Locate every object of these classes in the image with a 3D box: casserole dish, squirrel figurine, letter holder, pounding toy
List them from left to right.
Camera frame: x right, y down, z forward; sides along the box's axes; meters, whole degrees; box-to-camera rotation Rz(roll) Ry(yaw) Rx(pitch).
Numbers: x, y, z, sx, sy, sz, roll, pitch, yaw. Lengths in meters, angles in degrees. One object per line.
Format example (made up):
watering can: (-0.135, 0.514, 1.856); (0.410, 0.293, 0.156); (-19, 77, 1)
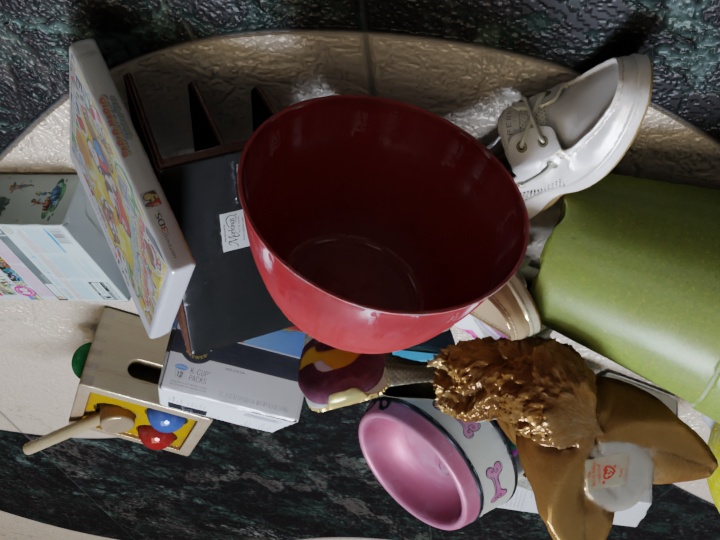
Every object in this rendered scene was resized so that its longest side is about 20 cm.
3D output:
pounding toy: (-0.285, 0.156, 1.249); (0.200, 0.142, 0.184); (17, 150, -12)
letter holder: (-0.120, -0.057, 0.841); (0.100, 0.142, 0.200); (-16, 137, -15)
casserole dish: (0.018, 0.072, 1.054); (0.121, 0.039, 0.200); (7, 170, -24)
squirrel figurine: (0.153, 0.113, 0.853); (0.200, 0.142, 0.187); (47, -179, -22)

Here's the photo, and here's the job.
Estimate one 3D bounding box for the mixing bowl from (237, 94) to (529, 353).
mixing bowl: (0.005, -0.017, 0.721); (0.200, 0.200, 0.108); (14, 138, -6)

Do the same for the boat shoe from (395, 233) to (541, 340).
boat shoe: (0.058, 0.002, 0.817); (0.200, 0.069, 0.074); (41, 160, 42)

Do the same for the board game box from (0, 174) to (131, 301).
board game box: (-0.338, -0.030, 1.017); (0.200, 0.064, 0.148); (1, 149, 15)

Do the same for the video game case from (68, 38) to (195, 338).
video game case: (-0.183, -0.053, 0.800); (0.023, 0.182, 0.200); (-22, 170, -21)

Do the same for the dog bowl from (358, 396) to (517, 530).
dog bowl: (0.080, 0.211, 1.188); (0.200, 0.074, 0.200); (35, 145, 29)

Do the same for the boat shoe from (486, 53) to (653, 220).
boat shoe: (0.129, -0.092, 0.733); (0.069, 0.071, 0.200); (17, 152, -15)

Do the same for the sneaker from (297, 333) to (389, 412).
sneaker: (-0.020, 0.038, 0.831); (0.075, 0.200, 0.090); (-15, 109, 5)

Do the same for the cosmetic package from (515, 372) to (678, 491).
cosmetic package: (0.262, 0.197, 1.192); (0.103, 0.087, 0.200); (22, 151, -17)

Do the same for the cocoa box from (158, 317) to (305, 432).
cocoa box: (-0.122, 0.078, 1.023); (0.133, 0.132, 0.200); (15, 166, -7)

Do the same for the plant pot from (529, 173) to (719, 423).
plant pot: (0.233, 0.007, 0.789); (0.190, 0.200, 0.200); (19, 153, 11)

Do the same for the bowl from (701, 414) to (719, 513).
bowl: (0.406, 0.157, 1.025); (0.108, 0.200, 0.200); (45, 167, 30)

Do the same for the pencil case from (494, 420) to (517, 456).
pencil case: (0.180, 0.166, 1.163); (0.085, 0.093, 0.200); (-26, 171, -31)

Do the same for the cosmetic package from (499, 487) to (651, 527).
cosmetic package: (0.269, 0.273, 1.341); (0.200, 0.071, 0.101); (7, 151, 7)

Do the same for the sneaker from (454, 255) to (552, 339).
sneaker: (0.150, 0.048, 0.969); (0.088, 0.082, 0.200); (-6, 148, 31)

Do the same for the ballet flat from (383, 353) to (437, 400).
ballet flat: (0.073, 0.108, 0.965); (0.200, 0.046, 0.067); (8, 144, -8)
